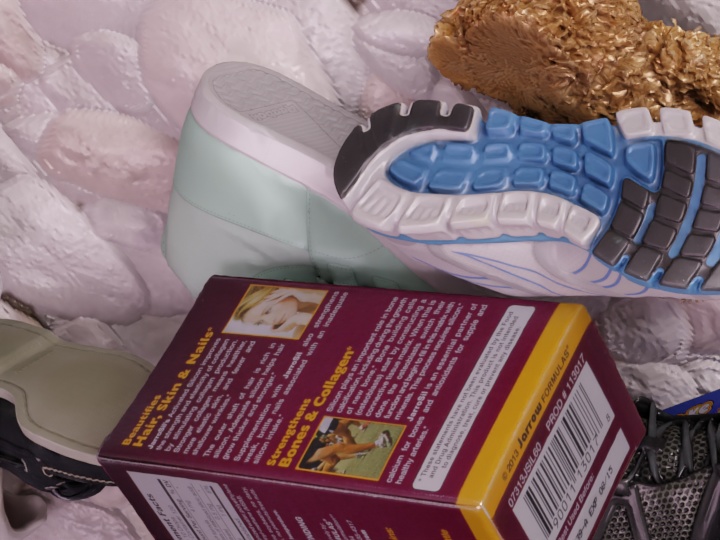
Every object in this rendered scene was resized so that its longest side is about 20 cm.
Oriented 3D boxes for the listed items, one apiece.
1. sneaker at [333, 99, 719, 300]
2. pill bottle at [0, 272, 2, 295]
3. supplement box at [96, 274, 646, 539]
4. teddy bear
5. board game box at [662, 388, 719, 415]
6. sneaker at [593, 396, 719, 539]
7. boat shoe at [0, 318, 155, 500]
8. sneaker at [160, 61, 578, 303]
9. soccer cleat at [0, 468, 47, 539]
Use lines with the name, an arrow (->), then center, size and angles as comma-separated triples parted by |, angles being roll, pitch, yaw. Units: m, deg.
sneaker -> 0.094, -0.020, 1.081 | 0.199, 0.075, 0.087 | 11, 158, 24
pill bottle -> -0.248, -0.058, 1.256 | 0.109, 0.110, 0.200 | -3, 125, 28
supplement box -> 0.004, 0.074, 1.130 | 0.199, 0.111, 0.086 | 4, 139, 35
teddy bear -> 0.119, -0.064, 1.113 | 0.200, 0.067, 0.145 | 32, 144, -10
board game box -> 0.188, 0.121, 1.235 | 0.200, 0.045, 0.135 | -24, 113, 38
sneaker -> 0.139, 0.086, 1.146 | 0.114, 0.076, 0.199 | 36, 139, -13
boat shoe -> -0.146, 0.080, 1.305 | 0.199, 0.074, 0.066 | 15, 127, 47
sneaker -> 0.000, 0.000, 1.205 | 0.200, 0.074, 0.118 | 32, 128, 13
soccer cleat -> -0.232, 0.085, 1.384 | 0.077, 0.069, 0.200 | -24, 137, 3
